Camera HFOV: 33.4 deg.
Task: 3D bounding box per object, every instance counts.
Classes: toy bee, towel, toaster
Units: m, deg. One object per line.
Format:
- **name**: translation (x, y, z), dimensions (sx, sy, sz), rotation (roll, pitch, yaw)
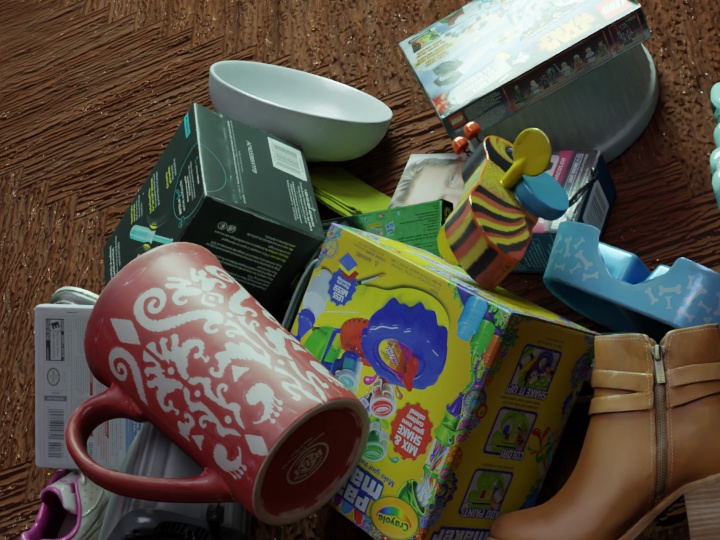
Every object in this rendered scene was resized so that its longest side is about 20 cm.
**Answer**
- **toy bee**: translation (0.104, -0.060, 0.950), dimensions (0.109, 0.200, 0.131), rotation (42, 104, 6)
- **towel**: translation (-0.030, -0.093, 1.234), dimensions (0.085, 0.018, 0.200), rotation (-5, 27, -38)
- **toaster**: translation (-0.149, 0.200, 0.969), dimensions (0.130, 0.113, 0.201), rotation (-89, 20, -48)

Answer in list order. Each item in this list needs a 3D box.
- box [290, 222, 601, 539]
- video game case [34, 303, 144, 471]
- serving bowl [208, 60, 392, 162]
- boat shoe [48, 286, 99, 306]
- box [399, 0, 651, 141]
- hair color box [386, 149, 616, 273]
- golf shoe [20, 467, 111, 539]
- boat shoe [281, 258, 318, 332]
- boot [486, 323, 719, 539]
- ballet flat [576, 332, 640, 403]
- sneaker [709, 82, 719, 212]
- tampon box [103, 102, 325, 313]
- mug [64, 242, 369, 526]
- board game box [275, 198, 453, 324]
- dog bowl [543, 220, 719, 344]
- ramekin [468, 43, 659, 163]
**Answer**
- **box**: translation (0.045, 0.094, 0.927), dimensions (0.199, 0.121, 0.194), rotation (27, 99, 44)
- **video game case**: translation (-0.186, 0.104, 1.045), dimensions (0.198, 0.018, 0.145), rotation (1, 94, 7)
- **serving bowl**: translation (-0.068, -0.160, 1.266), dimensions (0.200, 0.199, 0.066), rotation (35, 117, 46)
- **boat shoe**: translation (-0.209, 0.098, 1.082), dimensions (0.067, 0.200, 0.057), rotation (-37, 13, 29)
- **box**: translation (0.146, -0.210, 1.099), dimensions (0.199, 0.040, 0.137), rotation (-28, 42, 6)
- **hair color box**: translation (0.125, -0.055, 1.111), dimensions (0.198, 0.061, 0.101), rotation (1, 52, 33)
- **golf shoe**: translation (-0.235, 0.195, 1.087), dimensions (0.075, 0.092, 0.201), rotation (-1, 50, 32)
- **boat shoe**: translation (-0.057, 0.084, 1.062), dimensions (0.070, 0.071, 0.202), rotation (12, 77, 41)
- **boot**: translation (0.179, 0.124, 0.859), dimensions (0.198, 0.074, 0.156), rotation (-9, 82, 8)
- **ballet flat**: translation (0.139, 0.076, 0.985), dimensions (0.199, 0.072, 0.072), rotation (4, 54, 36)
- **sneaker**: translation (0.364, -0.098, 0.989), dimensions (0.139, 0.078, 0.201), rotation (-11, 48, 25)
- **tampon box**: translation (-0.146, -0.024, 1.144), dimensions (0.200, 0.125, 0.151), rotation (-52, 33, 30)
- **mug**: translation (-0.107, 0.104, 0.892), dimensions (0.200, 0.133, 0.178), rotation (36, 97, 35)
- **board game box**: translation (0.000, 0.000, 1.113), dimensions (0.199, 0.023, 0.106), rotation (-7, 74, 38)
- **dog bowl**: translation (0.228, 0.024, 0.945), dimensions (0.199, 0.111, 0.050), rotation (24, 79, 43)
- **ramekin**: translation (0.181, -0.191, 1.167), dimensions (0.198, 0.105, 0.201), rotation (-18, 45, 18)
